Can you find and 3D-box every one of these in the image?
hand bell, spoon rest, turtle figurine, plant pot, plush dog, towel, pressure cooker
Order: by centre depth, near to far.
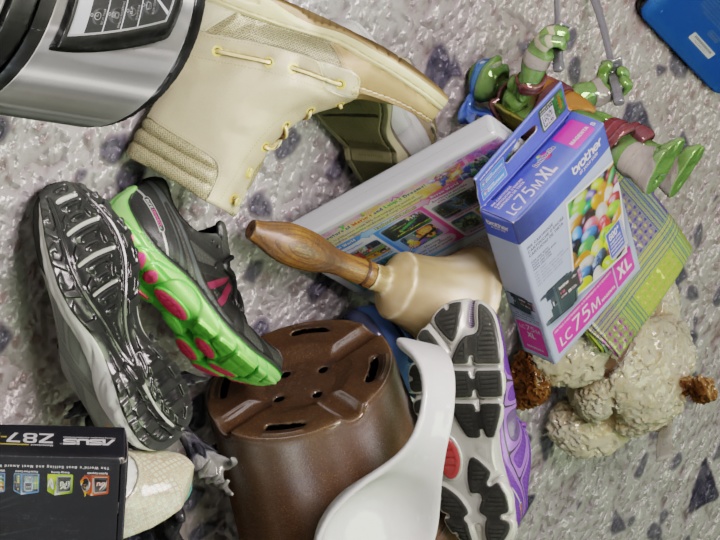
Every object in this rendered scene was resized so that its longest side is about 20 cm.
[{"bbox_3d":[-0.215,-0.177,1.374,0.200,0.176,0.179,7,129,-50],"label":"pressure cooker"},{"bbox_3d":[0.025,0.153,1.680,0.099,0.061,0.200,12,99,-29],"label":"spoon rest"},{"bbox_3d":[0.000,0.000,1.756,0.200,0.104,0.104,21,94,-30],"label":"hand bell"},{"bbox_3d":[-0.023,0.159,1.794,0.200,0.200,0.199,-38,128,-31],"label":"plant pot"},{"bbox_3d":[0.194,-0.156,1.844,0.200,0.194,0.144,-46,159,-18],"label":"turtle figurine"},{"bbox_3d":[0.199,-0.038,2.002,0.200,0.023,0.144,46,70,-22],"label":"towel"},{"bbox_3d":[0.222,0.073,2.082,0.172,0.160,0.200,26,88,-26],"label":"plush dog"}]

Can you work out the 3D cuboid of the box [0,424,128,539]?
[{"bbox_3d":[-0.260,0.181,1.537,0.200,0.049,0.161,3,117,-8],"label":"box"}]

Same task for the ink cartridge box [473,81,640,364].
[{"bbox_3d":[0.154,-0.035,1.768,0.119,0.042,0.200,-46,137,-24],"label":"ink cartridge box"}]

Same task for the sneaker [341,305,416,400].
[{"bbox_3d":[0.047,0.069,1.898,0.082,0.074,0.200,-40,149,1],"label":"sneaker"}]

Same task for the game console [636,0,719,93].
[{"bbox_3d":[0.340,-0.285,2.101,0.171,0.118,0.200,-36,145,15],"label":"game console"}]

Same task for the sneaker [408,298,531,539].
[{"bbox_3d":[0.091,0.114,1.761,0.083,0.080,0.200,-36,125,-58],"label":"sneaker"}]

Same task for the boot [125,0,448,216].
[{"bbox_3d":[-0.052,-0.107,1.628,0.200,0.073,0.156,23,95,-14],"label":"boot"}]

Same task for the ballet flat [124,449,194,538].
[{"bbox_3d":[-0.214,0.161,1.582,0.200,0.068,0.062,-16,146,-1],"label":"ballet flat"}]

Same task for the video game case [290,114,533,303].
[{"bbox_3d":[0.064,-0.039,1.808,0.200,0.024,0.182,-28,149,22],"label":"video game case"}]

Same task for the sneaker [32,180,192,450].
[{"bbox_3d":[-0.189,0.035,1.593,0.074,0.079,0.200,-30,108,-40],"label":"sneaker"}]

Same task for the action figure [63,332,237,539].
[{"bbox_3d":[-0.153,0.150,1.696,0.119,0.102,0.200,-19,126,-29],"label":"action figure"}]

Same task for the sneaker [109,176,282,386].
[{"bbox_3d":[-0.111,0.011,1.662,0.200,0.077,0.084,53,57,-33],"label":"sneaker"}]

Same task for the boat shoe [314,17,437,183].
[{"bbox_3d":[0.010,-0.134,1.758,0.068,0.075,0.200,-65,152,-27],"label":"boat shoe"}]
